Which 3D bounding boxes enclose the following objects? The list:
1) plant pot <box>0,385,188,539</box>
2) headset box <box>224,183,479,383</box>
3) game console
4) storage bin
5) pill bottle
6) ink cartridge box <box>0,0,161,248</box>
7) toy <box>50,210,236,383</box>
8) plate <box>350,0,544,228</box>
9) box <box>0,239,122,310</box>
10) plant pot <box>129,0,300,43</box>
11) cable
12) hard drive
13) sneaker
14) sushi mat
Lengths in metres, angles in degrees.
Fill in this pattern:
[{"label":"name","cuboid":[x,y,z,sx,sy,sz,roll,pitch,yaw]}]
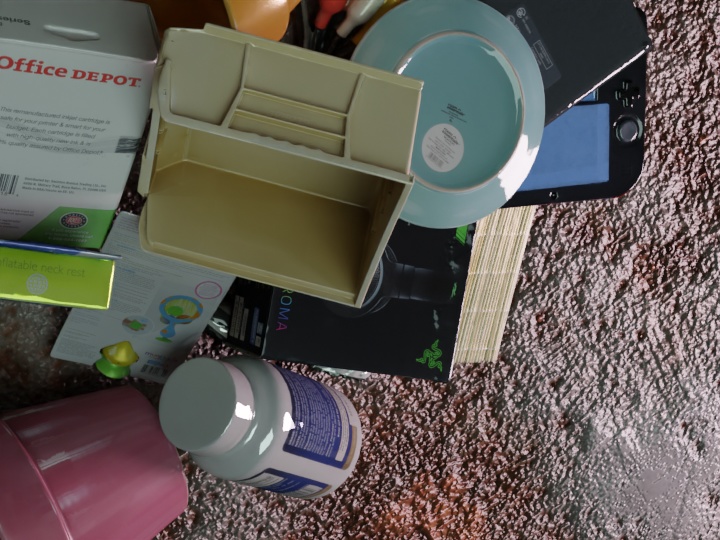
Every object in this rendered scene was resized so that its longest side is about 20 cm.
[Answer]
[{"label":"plant pot","cuboid":[-0.259,0.195,1.456,0.178,0.200,0.201,-25,124,-27]},{"label":"headset box","cuboid":[0.000,0.000,1.457,0.199,0.093,0.175,10,92,-26]},{"label":"game console","cuboid":[0.175,-0.149,1.519,0.199,0.031,0.178,-6,108,-23]},{"label":"storage bin","cuboid":[-0.069,-0.078,1.262,0.197,0.094,0.200,14,151,-5]},{"label":"pill bottle","cuboid":[-0.092,0.138,1.490,0.111,0.111,0.200,-50,148,8]},{"label":"ink cartridge box","cuboid":[-0.253,-0.121,1.313,0.145,0.084,0.201,5,132,-24]},{"label":"toy","cuboid":[-0.185,0.017,1.435,0.115,0.047,0.200,16,132,-19]},{"label":"plate","cuboid":[0.077,-0.135,1.411,0.199,0.026,0.202,-3,97,-25]},{"label":"box","cuboid":[-0.277,0.001,1.331,0.121,0.200,0.048,7,88,-25]},{"label":"plant pot","cuboid":[-0.087,-0.281,1.282,0.183,0.200,0.201,-36,125,-20]},{"label":"cable","cuboid":[-0.034,-0.187,1.421,0.097,0.050,0.201,20,107,-32]},{"label":"hard drive","cuboid":[0.152,-0.203,1.468,0.200,0.033,0.140,-36,111,-12]},{"label":"sneaker","cuboid":[-0.071,0.044,1.522,0.199,0.074,0.080,13,96,-31]},{"label":"sushi mat","cuboid":[0.116,0.004,1.594,0.095,0.012,0.201,-5,118,-36]}]
